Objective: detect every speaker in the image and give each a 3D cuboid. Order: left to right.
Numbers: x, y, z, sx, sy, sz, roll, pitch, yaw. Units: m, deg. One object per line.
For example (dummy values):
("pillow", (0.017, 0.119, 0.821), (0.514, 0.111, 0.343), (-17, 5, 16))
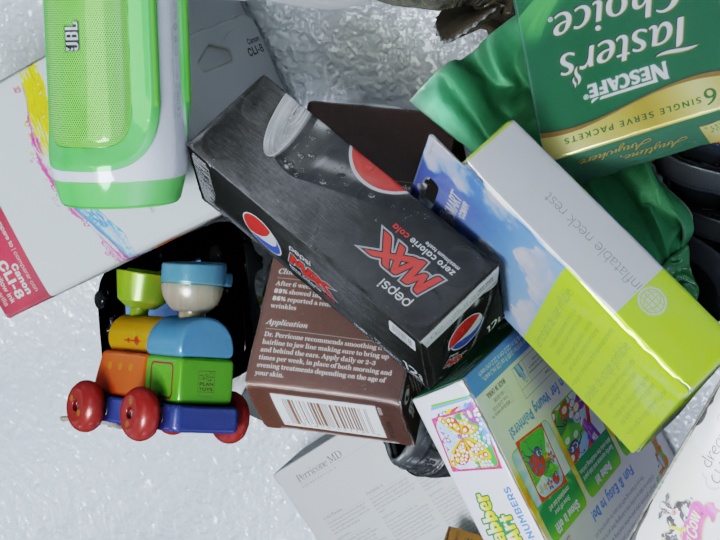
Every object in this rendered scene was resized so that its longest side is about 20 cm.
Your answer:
("speaker", (-0.146, -0.140, 1.188), (0.088, 0.088, 0.202), (2, 99, 26))

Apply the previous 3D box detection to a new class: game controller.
("game controller", (-0.127, 0.033, 1.383), (0.200, 0.042, 0.105), (-19, 66, 54))

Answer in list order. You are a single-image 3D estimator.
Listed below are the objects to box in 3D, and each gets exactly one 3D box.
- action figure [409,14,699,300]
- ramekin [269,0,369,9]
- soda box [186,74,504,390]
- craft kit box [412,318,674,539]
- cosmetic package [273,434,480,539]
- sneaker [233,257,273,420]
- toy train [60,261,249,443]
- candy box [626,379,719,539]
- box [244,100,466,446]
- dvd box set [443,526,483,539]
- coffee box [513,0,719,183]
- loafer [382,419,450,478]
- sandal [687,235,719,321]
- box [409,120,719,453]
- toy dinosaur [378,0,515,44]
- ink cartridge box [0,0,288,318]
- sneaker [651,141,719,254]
("action figure", (0.134, -0.058, 1.190), (0.118, 0.055, 0.201), (-37, 75, 6))
("ramekin", (-0.032, -0.253, 1.204), (0.200, 0.097, 0.202), (-9, 78, 45))
("soda box", (-0.009, -0.024, 1.178), (0.200, 0.071, 0.063), (40, 163, 24))
("craft kit box", (0.131, 0.123, 1.242), (0.048, 0.200, 0.198), (-27, 94, 33))
("cosmetic package", (0.058, 0.151, 1.375), (0.200, 0.052, 0.151), (-33, 93, 31))
("sneaker", (-0.029, 0.025, 1.371), (0.084, 0.075, 0.201), (28, 120, -8))
("toy train", (-0.151, 0.050, 1.334), (0.199, 0.084, 0.117), (2, 87, 53))
("candy box", (0.237, 0.095, 1.178), (0.071, 0.200, 0.168), (32, 120, 13))
("box", (0.000, 0.000, 1.241), (0.099, 0.201, 0.075), (7, 156, 13))
("dvd box set", (0.137, 0.261, 1.351), (0.199, 0.029, 0.147), (17, 126, 6))
("coffee box", (0.150, -0.159, 1.151), (0.122, 0.044, 0.201), (-15, 68, 19))
("loafer", (0.040, 0.032, 1.291), (0.068, 0.070, 0.202), (-15, 71, 40))
("sandal", (0.139, -0.022, 1.241), (0.199, 0.043, 0.076), (28, 140, 36))
("box", (0.114, 0.004, 1.141), (0.200, 0.048, 0.122), (46, 161, 11))
("toy dinosaur", (0.028, -0.203, 1.247), (0.199, 0.077, 0.103), (25, 106, 12))
("ink cartridge box", (-0.161, -0.085, 1.342), (0.199, 0.145, 0.145), (-24, 96, 32))
("sneaker", (0.207, -0.067, 1.206), (0.078, 0.079, 0.201), (18, 117, 18))
